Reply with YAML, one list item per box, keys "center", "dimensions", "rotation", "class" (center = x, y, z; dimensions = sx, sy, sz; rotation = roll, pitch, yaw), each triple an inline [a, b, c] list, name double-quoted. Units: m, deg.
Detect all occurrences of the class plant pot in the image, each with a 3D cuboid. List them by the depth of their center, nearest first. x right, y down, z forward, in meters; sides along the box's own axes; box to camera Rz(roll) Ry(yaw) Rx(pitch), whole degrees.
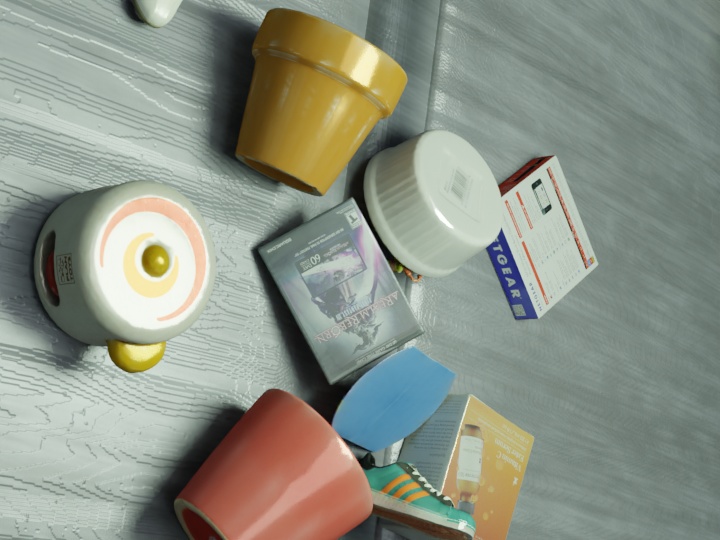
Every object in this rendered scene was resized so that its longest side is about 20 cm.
- center: [-0.112, 0.274, 1.466]
  dimensions: [0.177, 0.200, 0.201]
  rotation: [-39, 111, -27]
  class: "plant pot"
- center: [-0.067, -0.203, 1.552]
  dimensions: [0.200, 0.200, 0.184]
  rotation: [28, 84, -36]
  class: "plant pot"

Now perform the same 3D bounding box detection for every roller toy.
- center: [-0.263, -0.005, 1.380]
  dimensions: [0.183, 0.139, 0.200]
  rotation: [48, 58, -27]
  class: "roller toy"

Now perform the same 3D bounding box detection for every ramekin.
- center: [0.108, -0.099, 1.704]
  dimensions: [0.200, 0.098, 0.201]
  rotation: [25, 51, -36]
  class: "ramekin"

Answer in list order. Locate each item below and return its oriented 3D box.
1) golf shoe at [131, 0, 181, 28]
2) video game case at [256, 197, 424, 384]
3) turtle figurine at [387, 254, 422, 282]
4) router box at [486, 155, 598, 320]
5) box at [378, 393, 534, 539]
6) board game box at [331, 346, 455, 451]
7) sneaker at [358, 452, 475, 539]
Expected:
- center: [-0.223, -0.392, 1.483]
  dimensions: [0.072, 0.092, 0.201]
  rotation: [24, 72, -39]
  class: "golf shoe"
- center: [-0.025, 0.026, 1.586]
  dimensions: [0.142, 0.019, 0.201]
  rotation: [-28, 90, -4]
  class: "video game case"
- center: [0.000, 0.000, 1.662]
  dimensions: [0.200, 0.064, 0.162]
  rotation: [-44, 108, -36]
  class: "turtle figurine"
- center: [0.276, -0.053, 1.919]
  dimensions: [0.179, 0.049, 0.201]
  rotation: [-36, 109, -37]
  class: "router box"
- center: [0.138, 0.296, 1.728]
  dimensions: [0.152, 0.106, 0.201]
  rotation: [34, 65, -34]
  class: "box"
- center: [0.035, 0.164, 1.646]
  dimensions: [0.158, 0.039, 0.200]
  rotation: [-45, 144, 8]
  class: "board game box"
- center: [0.069, 0.294, 1.610]
  dimensions: [0.080, 0.199, 0.071]
  rotation: [-61, 148, -23]
  class: "sneaker"
